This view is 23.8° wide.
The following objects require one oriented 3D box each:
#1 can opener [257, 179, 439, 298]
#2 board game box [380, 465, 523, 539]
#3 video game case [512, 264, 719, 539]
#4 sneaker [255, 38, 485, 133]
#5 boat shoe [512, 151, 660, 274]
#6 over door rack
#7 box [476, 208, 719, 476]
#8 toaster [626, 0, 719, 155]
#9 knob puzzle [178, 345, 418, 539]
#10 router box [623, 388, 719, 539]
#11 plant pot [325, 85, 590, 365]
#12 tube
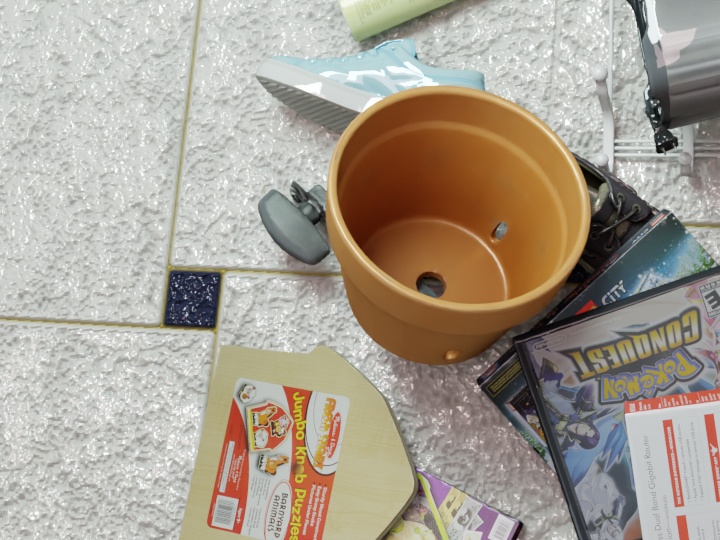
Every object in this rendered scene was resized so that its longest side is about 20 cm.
[{"bbox_3d":[0.000,0.000,1.408,0.200,0.053,0.066,42,75,18],"label":"can opener"},{"bbox_3d":[0.034,0.263,1.353,0.119,0.032,0.201,26,85,16],"label":"board game box"},{"bbox_3d":[0.236,0.105,1.285,0.198,0.026,0.182,-19,95,2],"label":"video game case"},{"bbox_3d":[0.013,-0.158,1.438,0.198,0.074,0.083,17,74,11],"label":"sneaker"},{"bbox_3d":[0.188,-0.042,1.356,0.199,0.065,0.072,37,86,17],"label":"boat shoe"},{"bbox_3d":[0.262,-0.177,1.367,0.146,0.067,0.202,1,78,15],"label":"over door rack"},{"bbox_3d":[0.207,0.070,1.314,0.200,0.038,0.137,-42,93,4],"label":"box"},{"bbox_3d":[0.265,-0.194,1.279,0.128,0.114,0.202,-11,69,8],"label":"toaster"},{"bbox_3d":[-0.041,0.162,1.389,0.217,0.030,0.222,-6,75,23],"label":"knob puzzle"},{"bbox_3d":[0.293,0.184,1.244,0.177,0.049,0.202,-8,95,9],"label":"router box"},{"bbox_3d":[0.064,-0.021,1.313,0.198,0.140,0.202,4,58,-7],"label":"plant pot"},{"bbox_3d":[0.076,-0.257,1.452,0.198,0.052,0.058,-25,113,6],"label":"tube"}]
